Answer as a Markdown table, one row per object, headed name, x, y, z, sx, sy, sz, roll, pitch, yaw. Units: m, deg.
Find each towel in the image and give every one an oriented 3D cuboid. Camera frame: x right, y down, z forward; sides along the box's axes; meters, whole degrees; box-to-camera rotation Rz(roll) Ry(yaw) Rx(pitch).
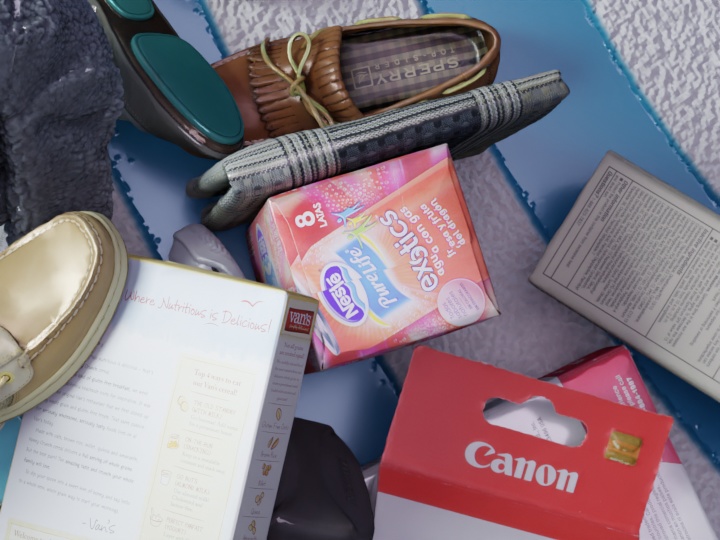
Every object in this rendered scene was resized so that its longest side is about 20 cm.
| name | x | y | z | sx | sy | sz | roll | pitch | yaw |
| --- | --- | --- | --- | --- | --- | --- | --- | --- | --- |
| towel | 0.002 | -0.069 | 1.060 | 0.192 | 0.200 | 0.035 | -17 | 88 | -11 |

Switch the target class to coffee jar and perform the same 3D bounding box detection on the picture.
| name | x | y | z | sx | sy | sz | roll | pitch | yaw |
| --- | --- | --- | --- | --- | --- | --- | --- | --- | --- |
| coffee jar | -0.061 | 0.178 | 1.027 | 0.085 | 0.104 | 0.200 | 13 | 121 | -19 |

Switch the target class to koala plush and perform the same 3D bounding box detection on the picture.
| name | x | y | z | sx | sy | sz | roll | pitch | yaw |
| --- | --- | --- | --- | --- | --- | --- | --- | --- | --- |
| koala plush | -0.233 | -0.115 | 0.990 | 0.177 | 0.184 | 0.200 | -12 | 47 | -36 |

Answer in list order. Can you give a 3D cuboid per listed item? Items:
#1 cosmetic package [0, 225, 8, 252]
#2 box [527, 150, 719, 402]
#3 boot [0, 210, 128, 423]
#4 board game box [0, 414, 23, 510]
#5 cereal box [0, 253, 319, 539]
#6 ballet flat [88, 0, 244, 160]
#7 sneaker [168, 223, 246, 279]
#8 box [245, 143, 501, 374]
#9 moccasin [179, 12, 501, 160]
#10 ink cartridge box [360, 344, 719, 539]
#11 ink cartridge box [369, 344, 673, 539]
| name | x | y | z | sx | sy | sz | roll | pitch | yaw |
| --- | --- | --- | --- | --- | --- | --- | --- | --- | --- |
| cosmetic package | -0.270 | -0.046 | 1.088 | 0.200 | 0.071 | 0.102 | 23 | 83 | -4 |
| box | 0.208 | 0.023 | 1.100 | 0.200 | 0.078 | 0.095 | 34 | 93 | 15 |
| boot | -0.221 | 0.028 | 0.917 | 0.200 | 0.155 | 0.073 | -38 | 61 | 11 |
| board game box | -0.258 | 0.096 | 1.031 | 0.151 | 0.047 | 0.200 | -40 | 92 | 4 |
| cereal box | -0.108 | 0.095 | 0.957 | 0.144 | 0.040 | 0.200 | 13 | 88 | 30 |
| ballet flat | -0.135 | -0.125 | 1.099 | 0.064 | 0.067 | 0.200 | -48 | 65 | 30 |
| sneaker | -0.104 | 0.079 | 1.093 | 0.115 | 0.075 | 0.200 | -17 | 89 | -10 |
| box | 0.000 | 0.000 | 1.051 | 0.102 | 0.200 | 0.095 | -18 | 88 | -7 |
| moccasin | -0.015 | -0.110 | 1.120 | 0.201 | 0.078 | 0.074 | -7 | 84 | -4 |
| ink cartridge box | 0.089 | 0.151 | 1.104 | 0.200 | 0.084 | 0.145 | -25 | 88 | -9 |
| ink cartridge box | 0.078 | 0.159 | 1.025 | 0.161 | 0.050 | 0.200 | 16 | 94 | -13 |
